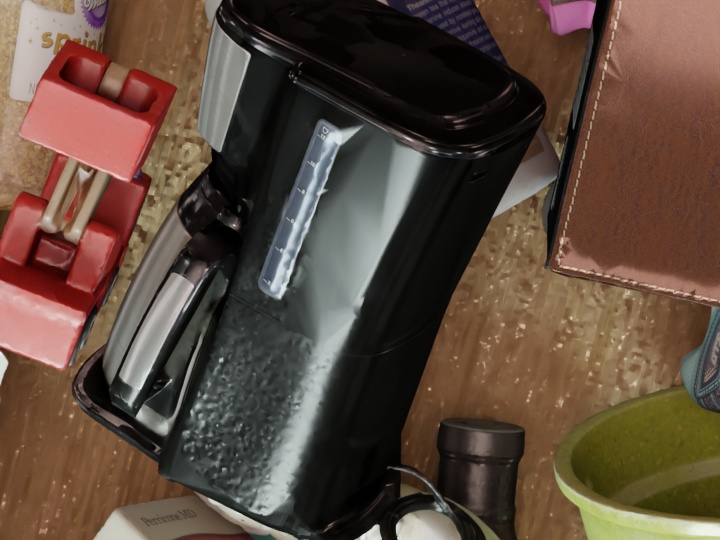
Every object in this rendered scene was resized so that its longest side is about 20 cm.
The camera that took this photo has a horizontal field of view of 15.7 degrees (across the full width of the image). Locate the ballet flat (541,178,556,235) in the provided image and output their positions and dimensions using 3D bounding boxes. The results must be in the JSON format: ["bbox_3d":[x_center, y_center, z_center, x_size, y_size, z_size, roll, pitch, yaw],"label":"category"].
[{"bbox_3d":[0.158,-0.082,1.214,0.067,0.046,0.200,37,91,33],"label":"ballet flat"}]

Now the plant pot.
[{"bbox_3d":[0.193,0.162,1.164,0.200,0.200,0.184,-5,105,5],"label":"plant pot"}]

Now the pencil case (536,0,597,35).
[{"bbox_3d":[0.165,-0.180,1.177,0.200,0.094,0.091,-16,126,9],"label":"pencil case"}]

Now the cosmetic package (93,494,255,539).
[{"bbox_3d":[-0.040,0.198,1.181,0.200,0.103,0.087,39,107,20],"label":"cosmetic package"}]

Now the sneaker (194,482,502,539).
[{"bbox_3d":[-0.023,0.110,1.180,0.200,0.093,0.070,34,101,28],"label":"sneaker"}]

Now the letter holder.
[{"bbox_3d":[0.168,-0.090,1.100,0.142,0.101,0.200,12,104,1],"label":"letter holder"}]

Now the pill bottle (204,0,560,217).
[{"bbox_3d":[-0.002,-0.105,1.187,0.111,0.111,0.200,-29,92,6],"label":"pill bottle"}]

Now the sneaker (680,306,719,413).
[{"bbox_3d":[0.192,-0.024,1.185,0.078,0.086,0.200,36,63,-37],"label":"sneaker"}]

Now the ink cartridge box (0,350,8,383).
[{"bbox_3d":[-0.232,0.068,1.173,0.115,0.200,0.068,34,62,2],"label":"ink cartridge box"}]

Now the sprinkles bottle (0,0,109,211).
[{"bbox_3d":[-0.150,-0.129,1.220,0.068,0.068,0.200,9,95,4],"label":"sprinkles bottle"}]

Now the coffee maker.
[{"bbox_3d":[0.000,0.000,1.096,0.192,0.135,0.200,21,117,-6],"label":"coffee maker"}]

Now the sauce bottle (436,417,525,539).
[{"bbox_3d":[0.047,0.170,1.226,0.066,0.066,0.200,3,94,4],"label":"sauce bottle"}]

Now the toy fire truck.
[{"bbox_3d":[-0.116,-0.035,1.099,0.049,0.200,0.141,22,106,-2],"label":"toy fire truck"}]
